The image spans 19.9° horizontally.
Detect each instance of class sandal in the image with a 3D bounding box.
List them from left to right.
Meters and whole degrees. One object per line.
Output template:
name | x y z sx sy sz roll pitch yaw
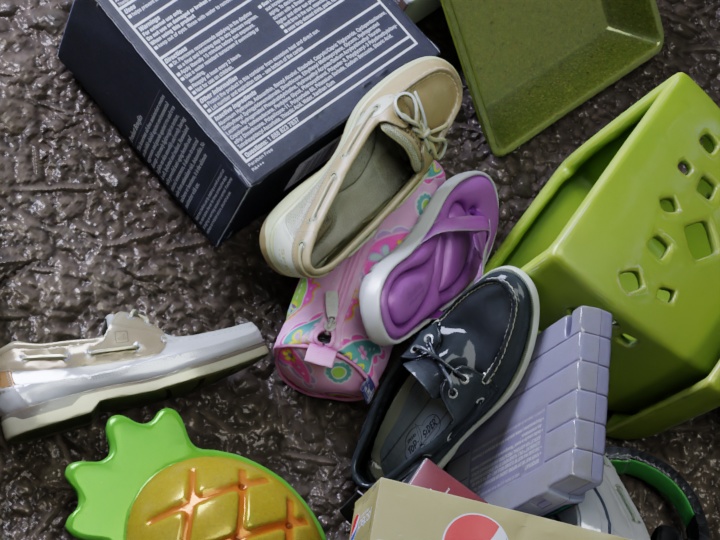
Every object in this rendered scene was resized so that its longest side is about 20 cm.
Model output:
sandal | 0.066 -0.004 1.509 0.203 0.050 0.083 -48 130 -45

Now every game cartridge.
game cartridge | 0.116 0.117 1.447 0.038 0.200 0.130 11 66 -21

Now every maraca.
maraca | -0.110 0.181 1.406 0.200 0.107 0.137 39 61 2

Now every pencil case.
pencil case | 0.000 0.000 1.526 0.087 0.087 0.200 24 63 -5

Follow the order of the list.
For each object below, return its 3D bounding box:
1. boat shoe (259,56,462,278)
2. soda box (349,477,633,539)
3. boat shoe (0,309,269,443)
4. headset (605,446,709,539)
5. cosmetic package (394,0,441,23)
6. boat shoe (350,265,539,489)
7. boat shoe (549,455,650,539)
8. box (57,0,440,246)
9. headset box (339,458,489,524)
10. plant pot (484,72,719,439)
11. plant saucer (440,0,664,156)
boat shoe | 0.012 -0.072 1.463 0.201 0.063 0.073 -45 117 -18
soda box | 0.093 0.193 1.316 0.199 0.068 0.064 14 66 -10
boat shoe | -0.164 0.062 1.458 0.199 0.075 0.069 -15 79 -20
headset | 0.194 0.228 1.509 0.123 0.094 0.200 4 52 -9
cosmetic package | 0.075 -0.287 1.674 0.200 0.074 0.102 -34 81 -23
boat shoe | 0.053 0.081 1.447 0.066 0.200 0.075 -4 48 -52
boat shoe | 0.151 0.157 1.471 0.067 0.074 0.200 15 26 -19
box | -0.086 -0.164 1.546 0.200 0.123 0.199 -36 83 -27
headset box | 0.069 0.222 1.418 0.200 0.149 0.075 36 63 1
plant pot | 0.214 0.005 1.530 0.181 0.199 0.200 39 63 -5
plant saucer | 0.138 -0.224 1.636 0.200 0.048 0.200 -34 120 -25
